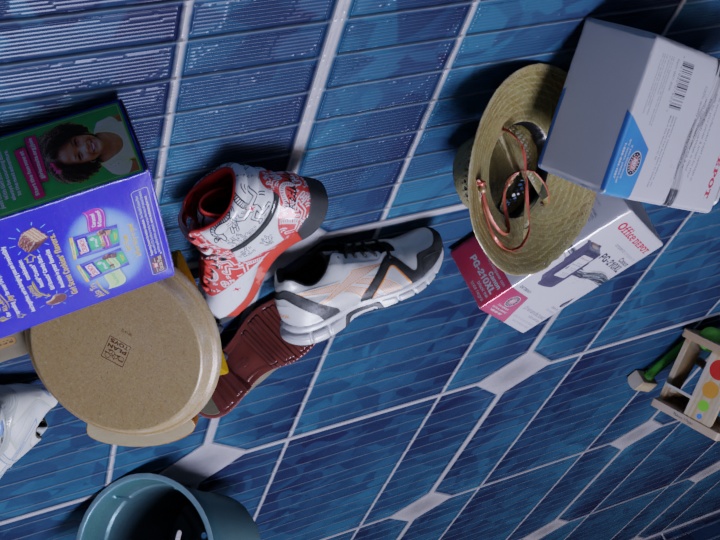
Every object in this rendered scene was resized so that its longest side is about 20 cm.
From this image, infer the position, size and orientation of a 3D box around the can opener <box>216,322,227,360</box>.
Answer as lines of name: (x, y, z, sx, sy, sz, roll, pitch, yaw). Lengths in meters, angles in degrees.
can opener: (-0.191, 0.097, 1.175, 0.078, 0.064, 0.200, -9, 173, -44)

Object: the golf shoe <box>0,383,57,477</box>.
golf shoe: (-0.368, 0.184, 1.221, 0.097, 0.079, 0.200, -11, 151, -40)

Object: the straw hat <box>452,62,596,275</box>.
straw hat: (0.135, -0.097, 1.133, 0.200, 0.202, 0.085, 1, -176, -43)

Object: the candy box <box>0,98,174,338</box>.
candy box: (-0.258, -0.029, 0.926, 0.199, 0.077, 0.169, -21, 154, -13)

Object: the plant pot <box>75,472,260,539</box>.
plant pot: (-0.236, 0.367, 1.557, 0.200, 0.201, 0.196, -32, 162, 12)

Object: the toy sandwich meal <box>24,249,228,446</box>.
toy sandwich meal: (-0.205, 0.064, 1.074, 0.205, 0.205, 0.070, -37, -170, 22)

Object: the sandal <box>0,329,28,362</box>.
sandal: (-0.380, 0.096, 1.067, 0.199, 0.054, 0.080, -20, 153, -12)

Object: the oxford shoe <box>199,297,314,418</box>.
oxford shoe: (-0.104, 0.077, 1.293, 0.200, 0.071, 0.075, -37, -177, 11)

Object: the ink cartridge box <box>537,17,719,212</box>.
ink cartridge box: (0.275, -0.141, 1.122, 0.199, 0.084, 0.145, 5, 107, -46)

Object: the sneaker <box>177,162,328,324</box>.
sneaker: (-0.127, -0.025, 1.069, 0.108, 0.067, 0.201, 11, 140, -38)

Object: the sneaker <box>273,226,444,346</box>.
sneaker: (0.000, 0.000, 1.215, 0.199, 0.074, 0.080, -29, 120, -22)

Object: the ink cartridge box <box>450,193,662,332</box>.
ink cartridge box: (0.225, -0.027, 1.349, 0.200, 0.085, 0.145, -34, 153, 16)

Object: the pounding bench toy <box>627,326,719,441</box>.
pounding bench toy: (0.554, 0.162, 1.960, 0.124, 0.200, 0.157, 7, 107, -52)
